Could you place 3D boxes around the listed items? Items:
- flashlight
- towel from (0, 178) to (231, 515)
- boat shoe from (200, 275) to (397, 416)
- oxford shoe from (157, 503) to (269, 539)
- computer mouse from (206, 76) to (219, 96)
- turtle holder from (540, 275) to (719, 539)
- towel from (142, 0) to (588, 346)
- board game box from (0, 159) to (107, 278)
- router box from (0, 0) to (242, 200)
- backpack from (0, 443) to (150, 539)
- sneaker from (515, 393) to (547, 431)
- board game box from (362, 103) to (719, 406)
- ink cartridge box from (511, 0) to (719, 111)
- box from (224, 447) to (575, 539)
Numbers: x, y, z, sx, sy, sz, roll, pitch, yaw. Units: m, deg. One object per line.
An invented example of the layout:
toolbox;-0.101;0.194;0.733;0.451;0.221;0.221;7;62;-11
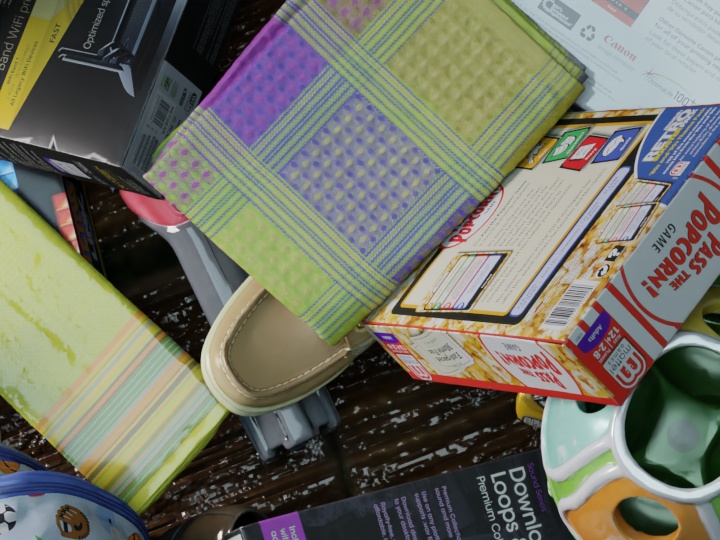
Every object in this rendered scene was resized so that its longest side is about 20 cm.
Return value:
flashlight;-0.075;0.006;1.459;0.068;0.068;0.200;-30;84;41
towel;-0.163;0.036;1.436;0.200;0.018;0.086;43;93;7
boat shoe;0.000;0.000;1.407;0.200;0.066;0.074;-41;90;-22
oxford shoe;-0.043;0.218;1.410;0.084;0.073;0.200;-32;81;48
computer mouse;-0.066;-0.177;1.451;0.200;0.046;0.140;-45;63;-11
turtle holder;0.171;0.065;1.297;0.185;0.132;0.141;-40;79;-2
towel;0.005;-0.077;1.361;0.144;0.023;0.200;42;89;-2
board game box;-0.250;-0.014;1.490;0.200;0.057;0.166;-16;81;7
router box;-0.143;-0.151;1.421;0.157;0.052;0.200;15;78;28
backpack;-0.197;0.180;1.396;0.190;0.200;0.154;-19;64;15
sneaker;0.126;0.069;1.406;0.082;0.078;0.200;-39;71;-17
board game box;0.103;-0.011;1.307;0.046;0.200;0.152;45;73;-21
ink cartridge box;0.182;-0.144;1.413;0.200;0.084;0.176;37;92;10
box;0.043;0.179;1.391;0.200;0.036;0.143;-13;81;-23
